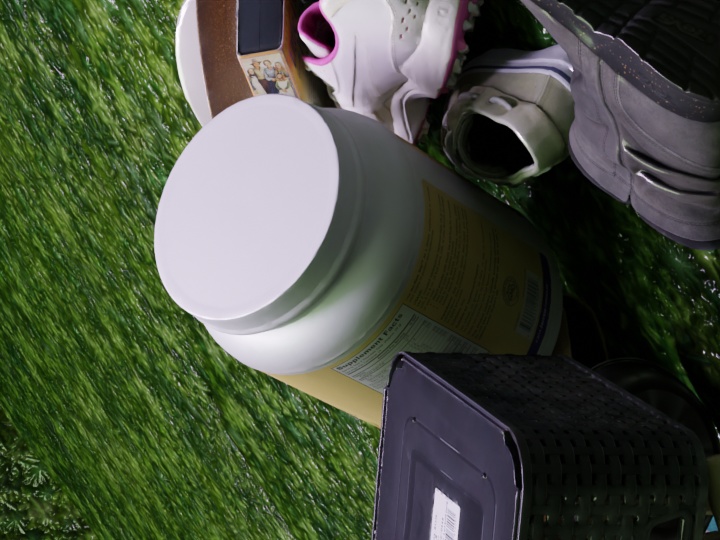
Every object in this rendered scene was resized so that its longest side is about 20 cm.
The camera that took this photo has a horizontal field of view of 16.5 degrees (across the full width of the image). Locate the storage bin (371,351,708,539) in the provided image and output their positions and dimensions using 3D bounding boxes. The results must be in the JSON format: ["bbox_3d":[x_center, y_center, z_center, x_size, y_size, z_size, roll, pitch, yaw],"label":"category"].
[{"bbox_3d":[0.079,0.123,1.188,0.200,0.093,0.136,-146,59,-71],"label":"storage bin"}]

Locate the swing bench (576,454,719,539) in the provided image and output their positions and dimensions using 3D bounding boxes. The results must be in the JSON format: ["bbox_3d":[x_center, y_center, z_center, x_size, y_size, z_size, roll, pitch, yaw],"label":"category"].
[{"bbox_3d":[0.191,0.190,1.210,0.199,0.129,0.201,164,106,-74],"label":"swing bench"}]

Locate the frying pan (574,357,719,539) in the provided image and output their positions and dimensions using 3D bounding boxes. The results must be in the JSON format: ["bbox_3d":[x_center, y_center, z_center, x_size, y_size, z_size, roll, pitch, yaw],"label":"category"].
[{"bbox_3d":[0.128,0.077,1.327,0.190,0.115,0.031,46,149,-17],"label":"frying pan"}]

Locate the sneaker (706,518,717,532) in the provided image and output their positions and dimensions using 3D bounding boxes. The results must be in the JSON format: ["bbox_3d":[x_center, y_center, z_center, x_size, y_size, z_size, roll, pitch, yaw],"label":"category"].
[{"bbox_3d":[0.150,0.106,1.420,0.200,0.077,0.080,43,146,36],"label":"sneaker"}]

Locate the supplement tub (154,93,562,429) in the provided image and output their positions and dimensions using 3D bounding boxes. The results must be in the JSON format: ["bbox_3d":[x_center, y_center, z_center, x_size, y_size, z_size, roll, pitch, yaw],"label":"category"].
[{"bbox_3d":[0.000,0.000,1.330,0.200,0.146,0.145,29,-171,-47],"label":"supplement tub"}]

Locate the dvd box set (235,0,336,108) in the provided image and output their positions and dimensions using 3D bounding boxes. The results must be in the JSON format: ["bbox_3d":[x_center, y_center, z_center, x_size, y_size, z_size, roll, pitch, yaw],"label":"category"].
[{"bbox_3d":[-0.031,-0.111,1.446,0.200,0.029,0.147,68,-164,-50],"label":"dvd box set"}]

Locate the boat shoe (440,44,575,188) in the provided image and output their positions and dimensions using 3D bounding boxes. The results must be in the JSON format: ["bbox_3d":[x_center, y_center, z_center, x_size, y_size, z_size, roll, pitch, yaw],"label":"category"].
[{"bbox_3d":[0.074,-0.078,1.310,0.072,0.062,0.200,58,164,-3],"label":"boat shoe"}]

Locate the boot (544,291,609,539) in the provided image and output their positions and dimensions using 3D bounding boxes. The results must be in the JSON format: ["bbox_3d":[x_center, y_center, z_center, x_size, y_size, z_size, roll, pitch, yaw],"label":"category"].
[{"bbox_3d":[0.103,0.109,1.389,0.075,0.073,0.201,-10,82,43],"label":"boot"}]

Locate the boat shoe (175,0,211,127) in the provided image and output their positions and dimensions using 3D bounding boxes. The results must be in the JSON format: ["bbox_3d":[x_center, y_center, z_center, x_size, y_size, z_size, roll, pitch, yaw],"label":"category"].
[{"bbox_3d":[-0.062,-0.109,1.647,0.201,0.072,0.069,59,-163,-25],"label":"boat shoe"}]

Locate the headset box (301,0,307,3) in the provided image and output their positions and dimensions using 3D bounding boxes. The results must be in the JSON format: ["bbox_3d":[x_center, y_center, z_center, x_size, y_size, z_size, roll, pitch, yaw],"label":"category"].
[{"bbox_3d":[-0.060,-0.267,1.326,0.200,0.077,0.149,51,163,22],"label":"headset box"}]

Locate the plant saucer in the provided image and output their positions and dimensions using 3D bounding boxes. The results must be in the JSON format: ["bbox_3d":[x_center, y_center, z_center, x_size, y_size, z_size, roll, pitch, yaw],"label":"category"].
[{"bbox_3d":[-0.055,-0.121,1.498,0.200,0.032,0.202,-8,-90,-78],"label":"plant saucer"}]

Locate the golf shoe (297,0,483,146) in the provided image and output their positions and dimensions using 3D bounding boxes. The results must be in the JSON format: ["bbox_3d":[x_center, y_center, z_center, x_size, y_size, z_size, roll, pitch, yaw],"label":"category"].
[{"bbox_3d":[0.007,-0.117,1.367,0.091,0.076,0.200,17,156,-4],"label":"golf shoe"}]

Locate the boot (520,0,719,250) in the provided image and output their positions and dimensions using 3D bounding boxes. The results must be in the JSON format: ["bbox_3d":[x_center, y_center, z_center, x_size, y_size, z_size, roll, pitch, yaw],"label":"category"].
[{"bbox_3d":[0.105,-0.101,1.166,0.200,0.070,0.132,50,160,28],"label":"boot"}]
